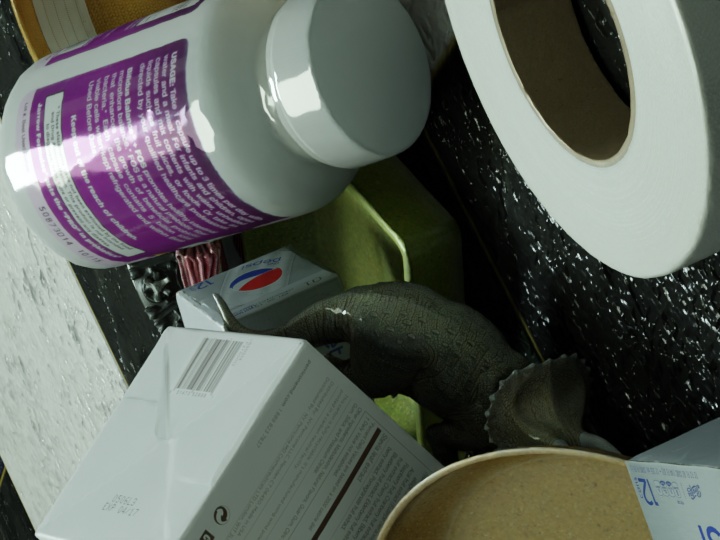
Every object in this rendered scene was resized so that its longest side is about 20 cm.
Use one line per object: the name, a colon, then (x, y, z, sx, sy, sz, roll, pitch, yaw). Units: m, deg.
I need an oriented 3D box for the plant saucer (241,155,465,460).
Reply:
plant saucer: (0.000, 0.000, 1.322, 0.200, 0.048, 0.201, 49, 154, 42)

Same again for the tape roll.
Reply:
tape roll: (0.090, -0.096, 0.981, 0.203, 0.037, 0.203, 55, 158, 34)

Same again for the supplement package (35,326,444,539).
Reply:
supplement package: (-0.022, 0.133, 1.177, 0.200, 0.120, 0.121, 44, 158, -29)

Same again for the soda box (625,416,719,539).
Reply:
soda box: (0.172, 0.087, 0.915, 0.064, 0.068, 0.200, 70, 161, -5)

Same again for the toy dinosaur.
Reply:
toy dinosaur: (0.032, 0.041, 1.174, 0.199, 0.077, 0.102, 35, 144, 4)

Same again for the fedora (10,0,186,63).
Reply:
fedora: (-0.115, -0.169, 1.341, 0.200, 0.081, 0.202, -8, -90, -69)

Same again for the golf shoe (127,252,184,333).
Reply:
golf shoe: (-0.117, -0.039, 1.587, 0.094, 0.077, 0.201, 89, 158, -87)

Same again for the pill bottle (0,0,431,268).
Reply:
pill bottle: (-0.066, -0.072, 1.208, 0.199, 0.112, 0.113, -14, 100, 41)

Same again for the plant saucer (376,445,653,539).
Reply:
plant saucer: (0.102, 0.145, 1.091, 0.199, 0.036, 0.201, 12, 128, 16)

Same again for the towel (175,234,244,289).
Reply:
towel: (-0.076, -0.025, 1.410, 0.201, 0.023, 0.145, -91, -5, -46)

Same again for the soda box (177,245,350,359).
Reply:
soda box: (-0.028, 0.095, 1.304, 0.063, 0.068, 0.201, 31, 139, 60)
